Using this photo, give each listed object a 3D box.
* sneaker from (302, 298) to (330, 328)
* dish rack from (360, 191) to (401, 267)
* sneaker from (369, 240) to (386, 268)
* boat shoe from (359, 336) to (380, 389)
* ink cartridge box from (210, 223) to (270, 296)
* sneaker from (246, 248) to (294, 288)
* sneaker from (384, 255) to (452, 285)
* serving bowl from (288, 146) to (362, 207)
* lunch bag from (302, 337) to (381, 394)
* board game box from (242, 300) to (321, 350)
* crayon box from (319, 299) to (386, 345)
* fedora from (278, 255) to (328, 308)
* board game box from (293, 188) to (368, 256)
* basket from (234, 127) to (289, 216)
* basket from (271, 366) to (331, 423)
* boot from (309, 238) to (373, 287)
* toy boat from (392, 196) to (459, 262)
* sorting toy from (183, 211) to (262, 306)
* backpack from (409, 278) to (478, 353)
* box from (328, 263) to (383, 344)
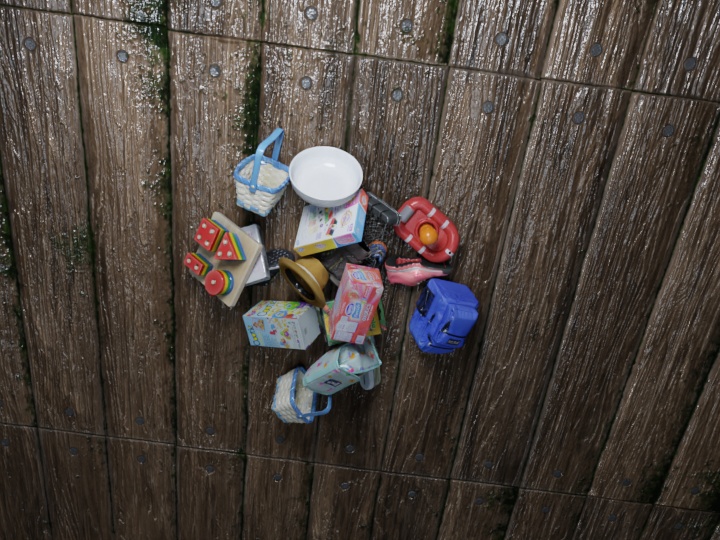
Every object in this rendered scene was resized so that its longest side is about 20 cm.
[{"bbox_3d":[-0.096,0.146,1.708,0.198,0.068,0.090,28,127,-15],"label":"sneaker"},{"bbox_3d":[0.020,-0.102,1.558,0.054,0.153,0.203,-9,128,-43],"label":"dish rack"},{"bbox_3d":[0.000,0.000,1.629,0.075,0.079,0.201,34,110,-11],"label":"sneaker"},{"bbox_3d":[0.026,0.274,1.753,0.071,0.061,0.204,7,103,41],"label":"boat shoe"},{"bbox_3d":[-0.369,-0.028,1.606,0.196,0.057,0.166,-15,78,6],"label":"ink cartridge box"},{"bbox_3d":[-0.281,-0.001,1.659,0.197,0.072,0.083,-17,135,10],"label":"sneaker"},{"bbox_3d":[0.171,0.004,1.640,0.196,0.074,0.088,2,127,5],"label":"sneaker"},{"bbox_3d":[-0.095,-0.241,1.488,0.196,0.203,0.066,10,143,-2],"label":"serving bowl"},{"bbox_3d":[-0.061,0.288,1.653,0.169,0.199,0.124,-31,81,35],"label":"lunch bag"},{"bbox_3d":[-0.234,0.160,1.656,0.197,0.103,0.107,1,115,27],"label":"board game box"},{"bbox_3d":[-0.017,0.139,1.649,0.196,0.051,0.129,-12,92,-16],"label":"crayon box"},{"bbox_3d":[-0.146,0.016,1.562,0.082,0.200,0.201,-45,108,-20],"label":"fedora"},{"bbox_3d":[-0.080,-0.129,1.508,0.197,0.155,0.040,-12,141,30],"label":"board game box"},{"bbox_3d":[-0.257,-0.263,1.472,0.137,0.177,0.202,25,121,0],"label":"basket"},{"bbox_3d":[-0.172,0.388,1.752,0.197,0.178,0.140,-21,126,25],"label":"basket"},{"bbox_3d":[-0.063,-0.063,1.562,0.199,0.069,0.175,40,131,12],"label":"boot"},{"bbox_3d":[0.188,-0.104,1.548,0.199,0.131,0.131,38,106,-13],"label":"toy boat"},{"bbox_3d":[-0.402,-0.034,1.568,0.198,0.069,0.202,35,104,25],"label":"sorting toy"},{"bbox_3d":[0.237,0.151,1.625,0.160,0.169,0.202,15,118,-23],"label":"backpack"},{"bbox_3d":[-0.017,0.093,1.527,0.101,0.095,0.203,9,122,-14],"label":"box"}]
